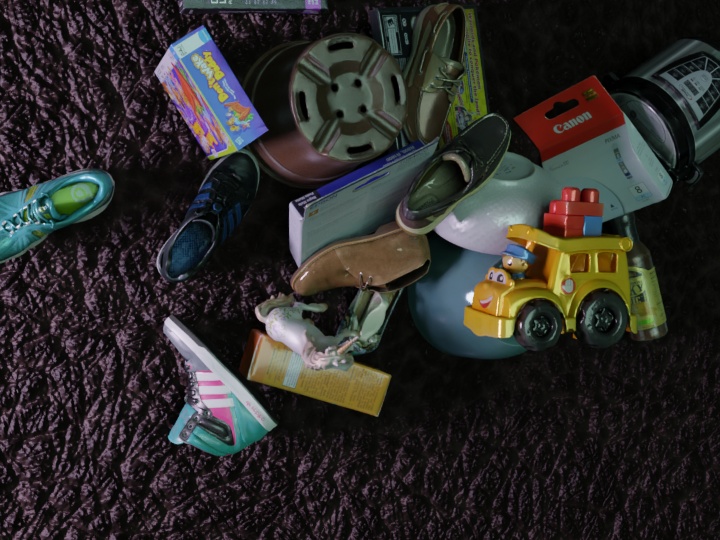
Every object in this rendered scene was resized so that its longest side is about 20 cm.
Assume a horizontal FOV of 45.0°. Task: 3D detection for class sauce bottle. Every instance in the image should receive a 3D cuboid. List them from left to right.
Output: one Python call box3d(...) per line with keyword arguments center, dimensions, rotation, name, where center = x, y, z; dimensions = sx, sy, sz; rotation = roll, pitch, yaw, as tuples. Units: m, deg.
box3d(center=(0.428, 0.007, 1.358), dimensions=(0.064, 0.065, 0.203), rotation=(-19, 98, -17), name="sauce bottle")

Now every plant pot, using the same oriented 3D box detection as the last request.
box3d(center=(-0.041, -0.207, 1.106), dimensions=(0.197, 0.198, 0.204), rotation=(-1, 94, -20), name="plant pot")
box3d(center=(0.186, 0.032, 1.221), dimensions=(0.197, 0.161, 0.204), rotation=(-1, 93, -19), name="plant pot")

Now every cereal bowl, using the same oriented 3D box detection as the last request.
box3d(center=(0.188, -0.106, 1.186), dimensions=(0.197, 0.201, 0.084), rotation=(-9, 125, -18), name="cereal bowl")

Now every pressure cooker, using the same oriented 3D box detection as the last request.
box3d(center=(0.456, -0.226, 1.293), dimensions=(0.199, 0.176, 0.180), rotation=(-34, 121, -13), name="pressure cooker")

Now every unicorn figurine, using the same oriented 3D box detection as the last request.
box3d(center=(-0.057, 0.088, 1.114), dimensions=(0.137, 0.198, 0.075), rotation=(-4, 107, -59), name="unicorn figurine")

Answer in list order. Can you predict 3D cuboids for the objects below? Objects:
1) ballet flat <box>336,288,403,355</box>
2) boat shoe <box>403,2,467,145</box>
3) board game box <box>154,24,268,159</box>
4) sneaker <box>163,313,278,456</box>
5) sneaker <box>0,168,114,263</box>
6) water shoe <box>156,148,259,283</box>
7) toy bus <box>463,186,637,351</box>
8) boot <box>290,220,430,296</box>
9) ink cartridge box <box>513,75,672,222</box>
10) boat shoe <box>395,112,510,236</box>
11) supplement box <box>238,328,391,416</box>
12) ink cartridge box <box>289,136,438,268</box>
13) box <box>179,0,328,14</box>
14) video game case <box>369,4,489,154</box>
box3d(center=(0.032, 0.029, 1.215), dimensions=(0.073, 0.074, 0.202), rotation=(24, 85, -19), name="ballet flat")
box3d(center=(0.101, -0.263, 1.161), dimensions=(0.075, 0.071, 0.203), rotation=(8, 86, -33), name="boat shoe")
box3d(center=(-0.185, -0.208, 1.052), dimensions=(0.045, 0.200, 0.135), rotation=(-35, 103, -13), name="board game box")
box3d(center=(-0.214, 0.165, 1.133), dimensions=(0.121, 0.084, 0.200), rotation=(-42, 91, -4), name="sneaker")
box3d(center=(-0.393, -0.072, 1.052), dimensions=(0.198, 0.080, 0.078), rotation=(-31, 103, -14), name="sneaker")
box3d(center=(-0.188, -0.068, 1.125), dimensions=(0.071, 0.079, 0.202), rotation=(33, 82, -18), name="water shoe")
box3d(center=(0.235, -0.006, 1.073), dimensions=(0.197, 0.136, 0.195), rotation=(-2, 98, -18), name="toy bus")
box3d(center=(0.000, 0.000, 1.166), dimensions=(0.198, 0.074, 0.076), rotation=(-22, 63, 8), name="boot")
box3d(center=(0.329, -0.163, 1.258), dimensions=(0.200, 0.159, 0.047), rotation=(47, 53, -16), name="ink cartridge box")
box3d(center=(0.125, -0.126, 1.097), dimensions=(0.073, 0.065, 0.200), rotation=(39, 78, 5), name="boat shoe")
box3d(center=(-0.061, 0.141, 1.190), dimensions=(0.197, 0.066, 0.070), rotation=(17, 88, -19), name="supplement box")
box3d(center=(-0.001, -0.096, 1.131), dimensions=(0.198, 0.200, 0.041), rotation=(-28, 74, -16), name="ink cartridge box")
box3d(center=(-0.144, -0.413, 1.141), dimensions=(0.197, 0.036, 0.145), rotation=(-6, 96, -18), name="box")
box3d(center=(0.103, -0.267, 1.221), dimensions=(0.179, 0.025, 0.203), rotation=(-13, 98, -33), name="video game case")
